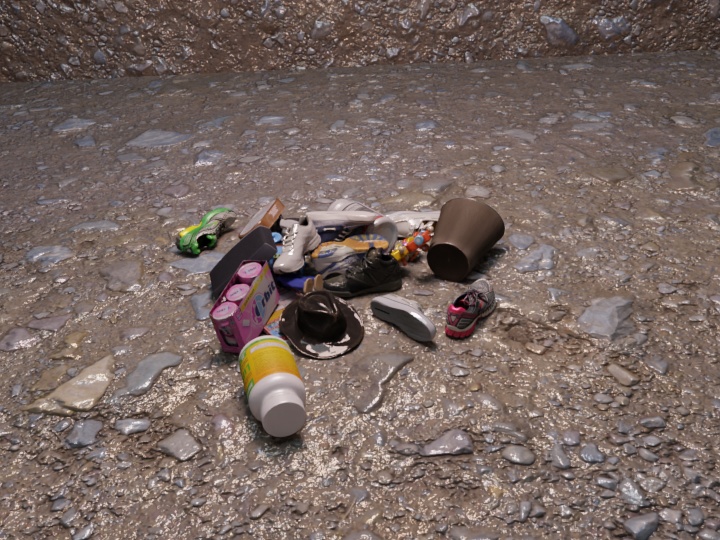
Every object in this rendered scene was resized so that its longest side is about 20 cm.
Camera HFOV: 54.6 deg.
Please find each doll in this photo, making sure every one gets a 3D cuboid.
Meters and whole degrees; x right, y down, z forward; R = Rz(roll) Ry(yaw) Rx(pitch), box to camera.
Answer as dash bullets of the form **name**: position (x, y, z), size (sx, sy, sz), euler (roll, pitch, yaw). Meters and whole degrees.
- **doll**: position (-0.195, 0.022, 1.710), size (0.199, 0.049, 0.136), euler (9, 17, 33)

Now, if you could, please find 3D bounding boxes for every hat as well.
- **hat**: position (-0.084, 0.097, 1.553), size (0.199, 0.081, 0.201), euler (3, 41, -3)

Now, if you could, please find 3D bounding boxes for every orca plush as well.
- **orca plush**: position (-0.153, -0.095, 1.954), size (0.199, 0.071, 0.106), euler (8, 77, 38)

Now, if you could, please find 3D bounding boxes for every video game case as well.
- **video game case**: position (-0.174, 0.104, 1.643), size (0.142, 0.018, 0.200), euler (-23, 35, -28)

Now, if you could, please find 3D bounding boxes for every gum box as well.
- **gum box**: position (-0.260, 0.083, 1.570), size (0.066, 0.114, 0.200), euler (1, 39, 21)

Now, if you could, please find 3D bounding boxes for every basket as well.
- **basket**: position (0.256, -0.075, 1.777), size (0.179, 0.137, 0.200), euler (20, 42, 15)

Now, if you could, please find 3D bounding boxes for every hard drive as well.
- **hard drive**: position (-0.296, -0.020, 1.737), size (0.200, 0.042, 0.135), euler (-42, 33, 9)

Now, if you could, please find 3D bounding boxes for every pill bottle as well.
- **pill bottle**: position (-0.168, 0.224, 1.352), size (0.110, 0.112, 0.200), euler (-12, 32, -13)
- **pill bottle**: position (0.000, -0.119, 1.895), size (0.115, 0.116, 0.200), euler (-23, 36, -29)

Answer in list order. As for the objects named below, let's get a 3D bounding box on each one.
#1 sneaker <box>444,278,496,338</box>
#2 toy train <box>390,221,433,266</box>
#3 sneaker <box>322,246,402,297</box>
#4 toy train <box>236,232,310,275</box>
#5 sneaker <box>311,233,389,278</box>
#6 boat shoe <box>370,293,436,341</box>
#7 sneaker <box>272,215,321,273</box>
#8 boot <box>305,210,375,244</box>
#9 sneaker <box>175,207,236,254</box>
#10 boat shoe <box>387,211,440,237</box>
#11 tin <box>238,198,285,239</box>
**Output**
- **sneaker**: position (0.255, 0.073, 1.584), size (0.080, 0.075, 0.200), euler (12, 34, 25)
- **toy train**: position (0.142, -0.061, 1.767), size (0.150, 0.056, 0.200), euler (-34, 3, 18)
- **sneaker**: position (0.000, 0.000, 1.703), size (0.198, 0.115, 0.076), euler (-8, 29, -3)
- **toy train**: position (-0.232, -0.040, 1.828), size (0.199, 0.087, 0.115), euler (2, 37, 10)
- **sneaker**: position (-0.022, -0.034, 1.778), size (0.199, 0.089, 0.075), euler (-9, 32, 6)
- **boat shoe**: position (0.107, 0.093, 1.570), size (0.067, 0.074, 0.200), euler (-29, 38, -30)
- **sneaker**: position (-0.166, -0.062, 1.712), size (0.074, 0.088, 0.200), euler (-1, 34, 22)
- **boot**: position (-0.050, -0.106, 1.813), size (0.199, 0.091, 0.073), euler (3, 13, 28)
- **sneaker**: position (-0.422, -0.105, 1.980), size (0.085, 0.078, 0.200), euler (25, 50, 29)
- **boat shoe**: position (0.153, -0.120, 1.926), size (0.199, 0.071, 0.070), euler (-3, 28, -11)
- **tin**: position (-0.280, -0.140, 1.988), size (0.112, 0.042, 0.200), euler (-27, 21, 27)
